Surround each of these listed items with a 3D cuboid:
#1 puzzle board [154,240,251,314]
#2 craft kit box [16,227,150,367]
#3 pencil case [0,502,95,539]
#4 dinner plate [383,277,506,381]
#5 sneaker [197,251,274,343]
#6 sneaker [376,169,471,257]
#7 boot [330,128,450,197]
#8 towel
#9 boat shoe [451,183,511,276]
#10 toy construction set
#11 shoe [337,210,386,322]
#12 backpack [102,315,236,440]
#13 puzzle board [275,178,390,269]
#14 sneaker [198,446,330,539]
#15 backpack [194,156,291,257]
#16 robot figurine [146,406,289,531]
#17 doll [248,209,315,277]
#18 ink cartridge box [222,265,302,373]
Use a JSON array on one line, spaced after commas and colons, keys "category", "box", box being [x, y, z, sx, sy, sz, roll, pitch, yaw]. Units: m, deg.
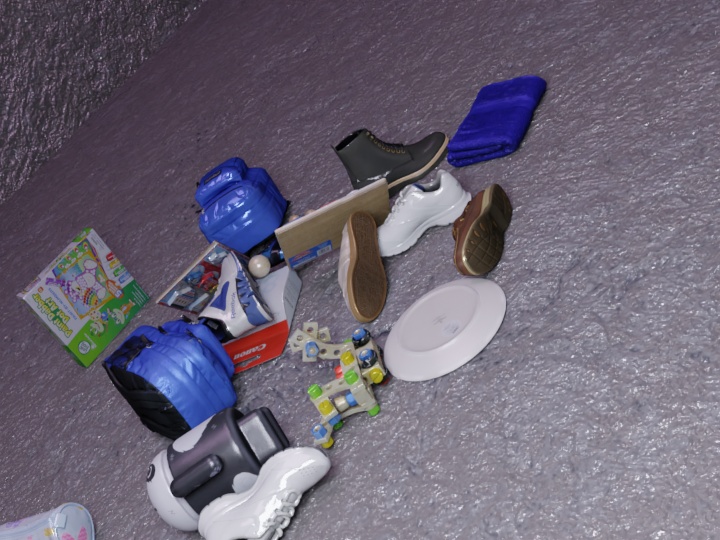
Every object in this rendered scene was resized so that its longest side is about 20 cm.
[{"category": "puzzle board", "box": [-0.277, 0.019, 1.770, 0.151, 0.017, 0.200, -45, -14, 2]}, {"category": "craft kit box", "box": [-0.553, 0.054, 1.970, 0.048, 0.201, 0.198, 9, 52, 51]}, {"category": "pencil case", "box": [-0.499, 0.413, 1.492, 0.198, 0.091, 0.084, -20, 32, 26]}, {"category": "dinner plate", "box": [0.114, 0.075, 1.391, 0.198, 0.024, 0.201, -27, 31, 17]}, {"category": "sneaker", "box": [-0.226, 0.053, 1.649, 0.114, 0.081, 0.200, -35, 33, 0]}, {"category": "sneaker", "box": [0.082, -0.096, 1.613, 0.199, 0.087, 0.075, -33, 30, 9]}, {"category": "boot", "box": [0.056, -0.223, 1.775, 0.199, 0.139, 0.077, -38, 28, -6]}, {"category": "towel", "box": [0.239, -0.271, 1.741, 0.146, 0.050, 0.201, -12, 37, 39]}, {"category": "boat shoe", "box": [0.174, -0.053, 1.473, 0.067, 0.072, 0.201, -22, 25, 34]}, {"category": "toy construction set", "box": [-0.030, 0.147, 1.384, 0.130, 0.092, 0.201, -33, 39, 6]}, {"category": "shoe", "box": [0.000, 0.000, 1.562, 0.053, 0.069, 0.203, -46, 36, 47]}, {"category": "backpack", "box": [-0.286, 0.164, 1.534, 0.168, 0.163, 0.199, -48, 29, -20]}, {"category": "puzzle board", "box": [-0.043, -0.077, 1.637, 0.198, 0.151, 0.018, -26, 68, -6]}, {"category": "sneaker", "box": [-0.114, 0.305, 1.254, 0.199, 0.075, 0.087, -40, 40, 6]}, {"category": "backpack", "box": [-0.245, -0.115, 1.913, 0.162, 0.168, 0.201, -36, 21, 13]}, {"category": "robot figurine", "box": [-0.197, 0.266, 1.339, 0.199, 0.151, 0.125, -33, 45, 4]}, {"category": "doll", "box": [-0.146, -0.041, 1.782, 0.135, 0.049, 0.200, -17, 20, 32]}, {"category": "ink cartridge box", "box": [-0.190, 0.091, 1.675, 0.158, 0.048, 0.201, -22, 29, 23]}]
